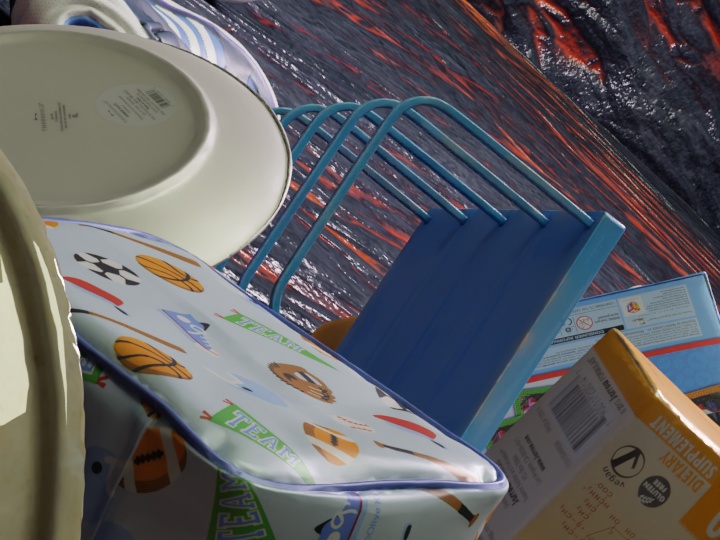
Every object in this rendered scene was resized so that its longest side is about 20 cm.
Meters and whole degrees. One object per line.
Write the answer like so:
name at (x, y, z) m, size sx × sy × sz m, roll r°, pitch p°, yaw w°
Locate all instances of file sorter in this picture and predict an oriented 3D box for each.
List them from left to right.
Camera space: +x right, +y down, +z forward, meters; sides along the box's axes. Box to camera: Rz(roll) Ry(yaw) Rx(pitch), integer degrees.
file sorter at (0.000, 0.000, 1.215) m, size 0.123 × 0.139 × 0.200 m, roll 38°, pitch -12°, yaw -18°

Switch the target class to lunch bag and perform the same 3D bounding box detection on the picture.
lunch bag at (-0.054, 0.053, 0.844) m, size 0.200 × 0.076 × 0.160 m, roll 35°, pitch 18°, yaw 37°

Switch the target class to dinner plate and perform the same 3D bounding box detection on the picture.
dinner plate at (-0.126, -0.054, 1.060) m, size 0.199 × 0.024 × 0.201 m, roll 4°, pitch 36°, yaw -3°

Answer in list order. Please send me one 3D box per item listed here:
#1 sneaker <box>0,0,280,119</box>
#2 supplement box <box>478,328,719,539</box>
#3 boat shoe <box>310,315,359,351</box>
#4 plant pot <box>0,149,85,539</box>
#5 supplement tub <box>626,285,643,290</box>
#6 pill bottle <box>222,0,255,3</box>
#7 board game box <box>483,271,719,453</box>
sneaker at (-0.119, -0.099, 1.465) m, size 0.200 × 0.080 × 0.147 m, roll 44°, pitch 19°, yaw -28°
supplement box at (0.077, 0.141, 1.016) m, size 0.126 × 0.200 × 0.074 m, roll 41°, pitch 9°, yaw -20°
boat shoe at (0.015, 0.079, 1.359) m, size 0.200 × 0.070 × 0.071 m, roll -117°, pitch -162°, yaw -71°
plant pot at (-0.187, 0.037, 0.506) m, size 0.183 × 0.201 × 0.201 m, roll 16°, pitch 31°, yaw -49°
supplement tub at (0.187, 0.126, 1.604) m, size 0.200 × 0.145 × 0.145 m, roll 48°, pitch 11°, yaw 5°
pill bottle at (-0.114, -0.303, 2.066) m, size 0.111 × 0.111 × 0.200 m, roll 38°, pitch 14°, yaw -35°
board game box at (0.134, 0.106, 1.353) m, size 0.037 × 0.151 × 0.201 m, roll 85°, pitch -8°, yaw -57°
